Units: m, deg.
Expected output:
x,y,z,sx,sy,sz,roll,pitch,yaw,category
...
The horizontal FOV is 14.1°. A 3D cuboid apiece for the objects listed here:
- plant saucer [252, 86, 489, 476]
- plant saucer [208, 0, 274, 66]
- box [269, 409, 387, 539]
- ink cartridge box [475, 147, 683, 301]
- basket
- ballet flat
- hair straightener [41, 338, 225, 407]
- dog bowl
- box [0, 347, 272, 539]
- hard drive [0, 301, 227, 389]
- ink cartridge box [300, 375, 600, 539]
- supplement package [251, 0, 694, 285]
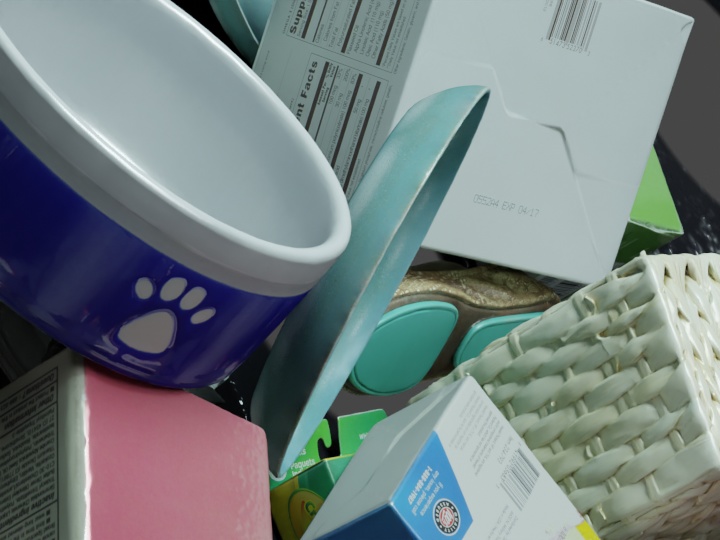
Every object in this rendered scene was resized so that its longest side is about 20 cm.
x,y,z,sx,sy,sz,roll,pitch,yaw,category
0.000,0.000,1.322,0.027,0.200,0.200,28,35,3,plant saucer
-0.050,-0.185,1.551,0.200,0.027,0.200,-12,90,-68,plant saucer
0.028,0.158,1.410,0.117,0.048,0.200,-8,69,-55,box
0.098,-0.089,1.648,0.059,0.104,0.200,10,56,-50,ink cartridge box
0.135,0.087,1.478,0.123,0.200,0.136,4,61,-45,basket
0.030,0.024,1.519,0.065,0.071,0.200,42,21,27,ballet flat
-0.121,0.032,1.259,0.200,0.041,0.077,54,32,-15,hair straightener
-0.104,-0.047,1.193,0.200,0.079,0.200,36,20,-15,dog bowl
-0.111,0.153,1.149,0.109,0.128,0.200,28,44,-38,box
-0.153,-0.001,1.303,0.200,0.038,0.140,55,32,-4,hard drive
0.070,0.164,1.356,0.200,0.067,0.116,52,34,-11,ink cartridge box
0.052,-0.092,1.512,0.200,0.111,0.156,12,98,-47,supplement package
